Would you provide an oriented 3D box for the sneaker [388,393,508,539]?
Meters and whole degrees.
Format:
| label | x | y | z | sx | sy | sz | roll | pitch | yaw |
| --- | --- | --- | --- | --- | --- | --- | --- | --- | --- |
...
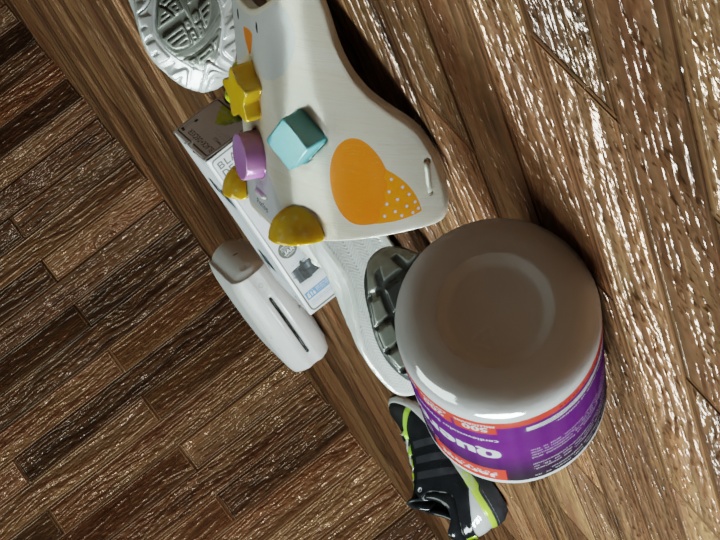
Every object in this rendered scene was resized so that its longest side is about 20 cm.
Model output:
| label | x | y | z | sx | sy | sz | roll | pitch | yaw |
| --- | --- | --- | --- | --- | --- | --- | --- | --- | --- |
| sneaker | 0.074 | 0.213 | 2.314 | 0.200 | 0.083 | 0.072 | 49 | 172 | 34 |

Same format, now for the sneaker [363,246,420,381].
| label | x | y | z | sx | sy | sz | roll | pitch | yaw |
| --- | --- | --- | --- | --- | --- | --- | --- | --- | --- |
| sneaker | 0.058 | 0.062 | 1.641 | 0.201 | 0.075 | 0.079 | 56 | 175 | -23 |

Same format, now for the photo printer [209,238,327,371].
| label | x | y | z | sx | sy | sz | roll | pitch | yaw |
| --- | --- | --- | --- | --- | --- | --- | --- | --- | --- |
| photo printer | -0.121 | 0.048 | 2.902 | 0.167 | 0.069 | 0.200 | 55 | 174 | -19 |

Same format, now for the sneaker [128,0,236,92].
| label | x | y | z | sx | sy | sz | roll | pitch | yaw |
| --- | --- | --- | --- | --- | --- | --- | --- | --- | --- |
| sneaker | -0.153 | -0.231 | 1.651 | 0.201 | 0.077 | 0.099 | 64 | 178 | -14 |

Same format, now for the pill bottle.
| label | x | y | z | sx | sy | sz | roll | pitch | yaw |
| --- | --- | --- | --- | --- | --- | --- | --- | --- | --- |
| pill bottle | 0.083 | 0.054 | 1.232 | 0.113 | 0.112 | 0.200 | 50 | 173 | 20 |

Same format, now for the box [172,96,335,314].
| label | x | y | z | sx | sy | sz | roll | pitch | yaw |
| --- | --- | --- | --- | --- | --- | --- | --- | --- | --- |
| box | -0.094 | -0.064 | 2.130 | 0.201 | 0.060 | 0.117 | 56 | 173 | -26 |

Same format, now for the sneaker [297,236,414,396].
| label | x | y | z | sx | sy | sz | roll | pitch | yaw |
| --- | --- | --- | --- | --- | --- | --- | --- | --- | --- |
| sneaker | 0.000 | 0.000 | 1.779 | 0.201 | 0.073 | 0.116 | 66 | 171 | -19 |

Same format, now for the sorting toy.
| label | x | y | z | sx | sy | sz | roll | pitch | yaw |
| --- | --- | --- | --- | --- | --- | --- | --- | --- | --- |
| sorting toy | -0.043 | -0.127 | 1.369 | 0.200 | 0.106 | 0.181 | -139 | 32 | -62 |
